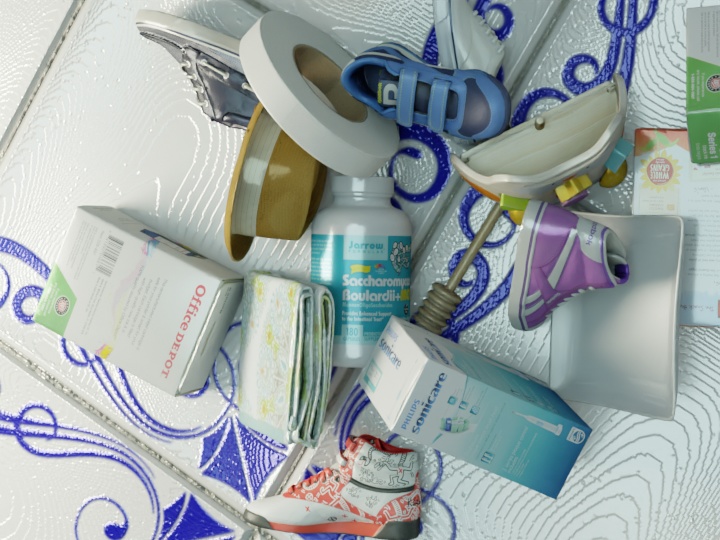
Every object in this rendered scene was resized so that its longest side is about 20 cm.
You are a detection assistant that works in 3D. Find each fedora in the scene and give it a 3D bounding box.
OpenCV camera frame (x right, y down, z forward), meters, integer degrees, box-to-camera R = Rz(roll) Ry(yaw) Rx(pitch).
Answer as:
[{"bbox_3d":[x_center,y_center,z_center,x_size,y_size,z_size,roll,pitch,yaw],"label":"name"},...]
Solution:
[{"bbox_3d":[-0.082,-0.100,1.669,0.081,0.201,0.203,16,96,7],"label":"fedora"}]

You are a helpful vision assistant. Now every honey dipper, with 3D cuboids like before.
[{"bbox_3d":[0.121,-0.025,1.685,0.038,0.038,0.201,32,98,13],"label":"honey dipper"}]

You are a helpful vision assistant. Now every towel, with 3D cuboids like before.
[{"bbox_3d":[-0.083,0.093,1.681,0.048,0.200,0.173,4,93,-24],"label":"towel"}]

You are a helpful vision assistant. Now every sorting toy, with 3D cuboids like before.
[{"bbox_3d":[0.198,-0.114,1.570,0.198,0.180,0.108,-26,90,5],"label":"sorting toy"}]

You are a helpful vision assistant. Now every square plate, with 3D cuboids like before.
[{"bbox_3d":[0.264,0.042,1.595,0.199,0.028,0.201,6,94,59],"label":"square plate"}]

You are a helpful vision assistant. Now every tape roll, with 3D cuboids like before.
[{"bbox_3d":[-0.041,-0.185,1.642,0.037,0.202,0.204,-41,81,24],"label":"tape roll"}]

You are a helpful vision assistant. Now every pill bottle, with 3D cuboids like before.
[{"bbox_3d":[0.000,0.000,1.681,0.109,0.111,0.203,1,92,16],"label":"pill bottle"}]

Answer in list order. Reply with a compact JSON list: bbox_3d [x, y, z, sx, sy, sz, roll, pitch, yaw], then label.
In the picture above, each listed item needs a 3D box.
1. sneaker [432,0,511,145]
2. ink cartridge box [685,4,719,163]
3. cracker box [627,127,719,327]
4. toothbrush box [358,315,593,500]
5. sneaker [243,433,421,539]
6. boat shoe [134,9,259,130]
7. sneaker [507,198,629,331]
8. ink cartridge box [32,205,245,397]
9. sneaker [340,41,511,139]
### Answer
[{"bbox_3d":[0.119,-0.238,1.668,0.070,0.073,0.202,-9,98,6],"label":"sneaker"},{"bbox_3d":[0.422,-0.190,1.533,0.198,0.085,0.147,-2,53,16],"label":"ink cartridge box"},{"bbox_3d":[0.347,-0.044,1.606,0.132,0.058,0.203,3,92,18],"label":"cracker box"},{"bbox_3d":[0.114,0.137,1.592,0.198,0.146,0.086,25,99,-20],"label":"toothbrush box"},{"bbox_3d":[-0.030,0.234,1.721,0.199,0.067,0.109,2,91,13],"label":"sneaker"},{"bbox_3d":[-0.174,-0.220,1.744,0.198,0.075,0.094,22,91,15],"label":"boat shoe"},{"bbox_3d":[0.212,0.013,1.588,0.113,0.201,0.073,15,62,10],"label":"sneaker"},{"bbox_3d":[-0.248,0.033,1.768,0.198,0.087,0.147,26,99,16],"label":"ink cartridge box"},{"bbox_3d":[0.065,-0.180,1.616,0.199,0.082,0.075,21,114,34],"label":"sneaker"}]
